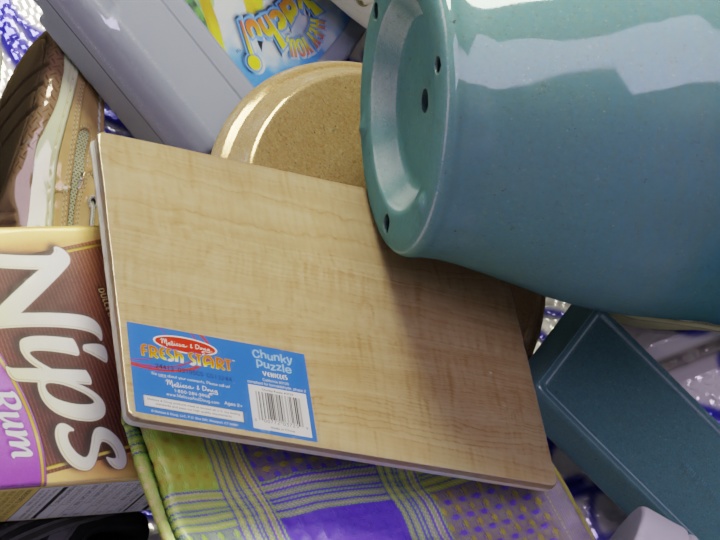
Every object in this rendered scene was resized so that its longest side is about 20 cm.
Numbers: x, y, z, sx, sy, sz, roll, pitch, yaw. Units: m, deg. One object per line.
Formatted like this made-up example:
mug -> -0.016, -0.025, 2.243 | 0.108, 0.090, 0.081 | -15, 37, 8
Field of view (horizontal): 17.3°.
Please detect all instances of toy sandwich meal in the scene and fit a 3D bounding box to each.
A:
toy sandwich meal -> 0.000, 0.000, 1.115 | 0.205, 0.070, 0.206 | 14, 62, -28

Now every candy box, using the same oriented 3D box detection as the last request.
candy box -> -0.160, 0.044, 0.988 | 0.200, 0.056, 0.117 | -2, 68, -30

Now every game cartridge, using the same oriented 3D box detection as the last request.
game cartridge -> -0.064, -0.139, 1.152 | 0.133, 0.040, 0.200 | 53, 46, -15

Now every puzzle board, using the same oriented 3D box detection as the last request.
puzzle board -> -0.018, 0.020, 1.015 | 0.200, 0.017, 0.151 | 11, 48, -26

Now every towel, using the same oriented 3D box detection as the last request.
towel -> 0.007, 0.099, 0.991 | 0.200, 0.023, 0.144 | -4, 55, -35

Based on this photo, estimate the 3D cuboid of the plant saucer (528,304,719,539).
plant saucer -> 0.159, 0.101, 1.124 | 0.200, 0.019, 0.070 | 44, 60, -7

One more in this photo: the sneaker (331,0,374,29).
sneaker -> 0.044, -0.128, 1.143 | 0.200, 0.073, 0.085 | 32, 17, -21

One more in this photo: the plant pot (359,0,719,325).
plant pot -> 0.104, -0.070, 1.038 | 0.188, 0.200, 0.200 | 0, 65, -16

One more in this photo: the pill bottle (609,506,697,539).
pill bottle -> 0.191, 0.191, 1.061 | 0.200, 0.111, 0.111 | 31, 60, 0

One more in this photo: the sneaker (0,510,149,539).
sneaker -> -0.158, 0.159, 0.998 | 0.083, 0.071, 0.200 | 32, 57, 7

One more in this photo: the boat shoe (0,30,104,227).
boat shoe -> -0.140, -0.016, 1.099 | 0.076, 0.072, 0.200 | 20, 65, -23

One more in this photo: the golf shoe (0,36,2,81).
golf shoe -> -0.209, -0.080, 1.086 | 0.078, 0.097, 0.200 | 15, 60, -7

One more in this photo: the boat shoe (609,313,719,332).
boat shoe -> 0.210, -0.001, 1.182 | 0.200, 0.063, 0.073 | 6, 75, -12
